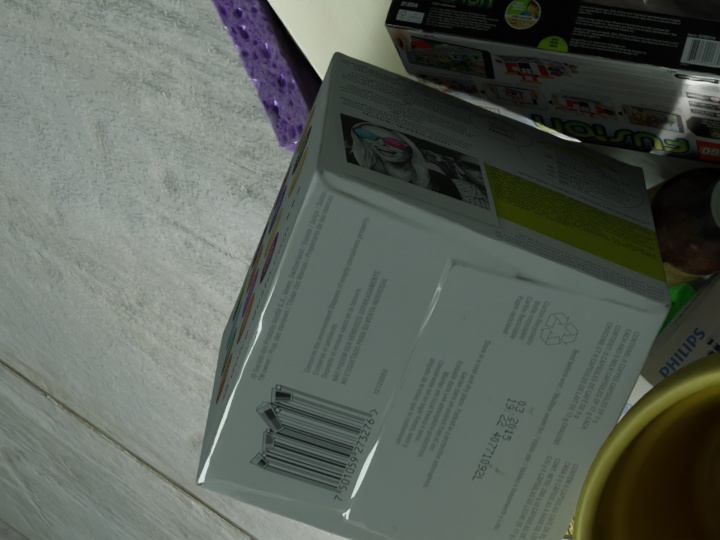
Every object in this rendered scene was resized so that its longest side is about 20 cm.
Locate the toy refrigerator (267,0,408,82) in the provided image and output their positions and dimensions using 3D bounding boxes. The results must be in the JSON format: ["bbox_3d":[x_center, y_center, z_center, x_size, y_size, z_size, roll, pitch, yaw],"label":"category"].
[{"bbox_3d":[0.027,-0.130,1.419,0.076,0.070,0.200,-26,111,25],"label":"toy refrigerator"}]

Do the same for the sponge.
[{"bbox_3d":[-0.047,-0.129,1.500,0.112,0.030,0.200,64,-173,5],"label":"sponge"}]

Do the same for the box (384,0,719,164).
[{"bbox_3d":[0.122,-0.111,1.257,0.200,0.035,0.110,11,159,20],"label":"box"}]

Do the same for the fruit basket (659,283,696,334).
[{"bbox_3d":[0.203,0.128,1.525,0.216,0.156,0.216,32,150,21],"label":"fruit basket"}]

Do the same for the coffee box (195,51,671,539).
[{"bbox_3d":[0.038,0.027,1.246,0.200,0.200,0.198,20,-157,-7],"label":"coffee box"}]

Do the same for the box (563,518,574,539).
[{"bbox_3d":[0.174,0.182,1.462,0.160,0.049,0.200,-6,120,34],"label":"box"}]

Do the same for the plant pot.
[{"bbox_3d":[0.226,0.132,1.179,0.201,0.201,0.189,40,-165,9],"label":"plant pot"}]

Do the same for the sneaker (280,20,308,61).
[{"bbox_3d":[-0.013,-0.152,1.496,0.200,0.076,0.088,57,165,-20],"label":"sneaker"}]

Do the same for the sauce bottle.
[{"bbox_3d":[0.200,-0.027,1.312,0.066,0.066,0.200,45,172,-4],"label":"sauce bottle"}]

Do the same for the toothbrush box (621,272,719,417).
[{"bbox_3d":[0.270,0.089,1.341,0.200,0.146,0.085,42,159,2],"label":"toothbrush box"}]
